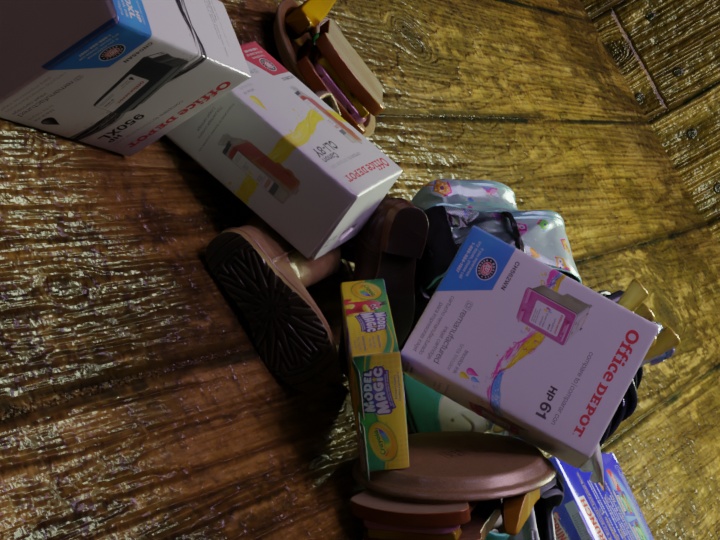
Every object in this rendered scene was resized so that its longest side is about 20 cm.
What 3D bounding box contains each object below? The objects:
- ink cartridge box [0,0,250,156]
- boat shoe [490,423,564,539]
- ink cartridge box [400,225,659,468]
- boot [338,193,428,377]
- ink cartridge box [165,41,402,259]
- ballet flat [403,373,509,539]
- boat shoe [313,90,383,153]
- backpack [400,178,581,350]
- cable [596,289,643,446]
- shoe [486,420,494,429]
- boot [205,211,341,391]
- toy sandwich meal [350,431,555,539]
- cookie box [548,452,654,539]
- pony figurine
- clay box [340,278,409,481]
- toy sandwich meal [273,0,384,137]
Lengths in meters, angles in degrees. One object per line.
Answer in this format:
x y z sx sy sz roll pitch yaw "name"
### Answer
-0.206 -0.178 1.426 0.200 0.144 0.084 14 50 -61 "ink cartridge box"
0.176 0.232 1.765 0.070 0.071 0.201 32 53 -55 "boat shoe"
0.155 0.072 1.606 0.200 0.145 0.085 29 -12 5 "ink cartridge box"
0.000 0.000 1.756 0.064 0.187 0.200 20 6 -21 "boot"
-0.074 -0.116 1.638 0.200 0.083 0.145 41 23 6 "ink cartridge box"
0.102 0.180 1.699 0.067 0.070 0.200 -10 80 -52 "ballet flat"
-0.048 -0.152 1.770 0.072 0.072 0.200 13 23 -47 "boat shoe"
0.123 -0.001 1.809 0.200 0.176 0.154 8 51 -24 "backpack"
0.250 0.120 1.927 0.163 0.051 0.200 -17 119 -41 "cable"
0.113 0.129 1.837 0.200 0.071 0.091 -10 76 -63 "shoe"
-0.054 0.011 1.631 0.175 0.066 0.200 59 20 -2 "boot"
0.083 0.201 1.574 0.205 0.205 0.070 -26 117 -69 "toy sandwich meal"
0.256 0.293 1.933 0.200 0.075 0.171 11 51 -63 "cookie box"
0.222 0.110 1.736 0.167 0.200 0.193 51 1 20 "pony figurine"
0.013 0.097 1.567 0.200 0.048 0.115 -103 -173 -68 "clay box"
-0.026 -0.242 2.005 0.205 0.070 0.205 47 24 -28 "toy sandwich meal"
